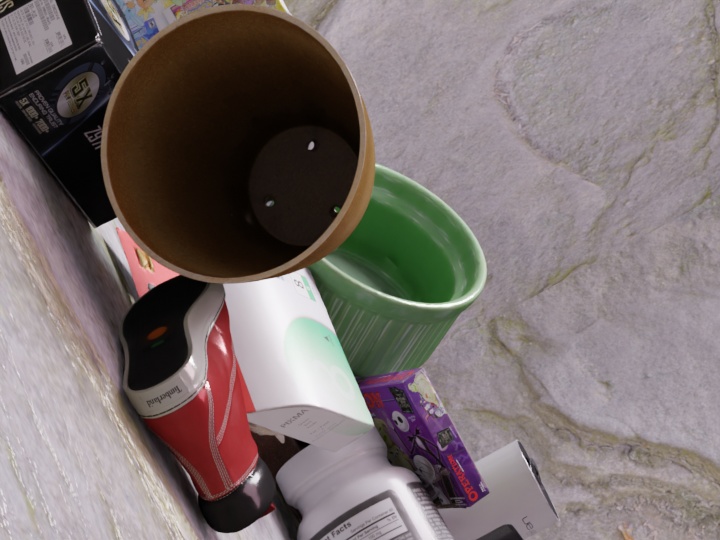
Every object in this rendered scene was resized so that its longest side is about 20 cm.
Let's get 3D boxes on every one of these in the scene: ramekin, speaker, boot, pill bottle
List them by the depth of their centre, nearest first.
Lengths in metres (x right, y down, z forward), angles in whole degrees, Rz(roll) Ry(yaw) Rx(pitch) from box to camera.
[{"bbox_3d":[-0.102,0.092,1.420,0.145,0.072,0.200,61,11,-23],"label":"boot"},{"bbox_3d":[0.019,0.232,1.681,0.201,0.115,0.116,60,3,19],"label":"pill bottle"},{"bbox_3d":[0.000,0.000,1.793,0.198,0.098,0.201,20,33,-14],"label":"ramekin"},{"bbox_3d":[0.070,0.226,1.802,0.082,0.199,0.081,61,4,-7],"label":"speaker"}]

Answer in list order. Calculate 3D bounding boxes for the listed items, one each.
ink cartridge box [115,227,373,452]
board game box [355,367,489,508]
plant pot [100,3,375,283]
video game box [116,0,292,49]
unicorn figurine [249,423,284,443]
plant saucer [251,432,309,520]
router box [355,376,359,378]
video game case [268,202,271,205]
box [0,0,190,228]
[{"bbox_3d":[-0.087,0.044,1.589,0.199,0.050,0.162,28,32,-51],"label":"ink cartridge box"},{"bbox_3d":[0.020,0.147,1.756,0.200,0.032,0.121,-15,-78,60],"label":"board game box"},{"bbox_3d":[-0.064,-0.072,1.477,0.188,0.185,0.200,62,8,13],"label":"plant pot"},{"bbox_3d":[-0.176,-0.229,1.747,0.183,0.199,0.047,63,2,13],"label":"video game box"},{"bbox_3d":[-0.109,0.055,1.695,0.200,0.074,0.138,45,19,-22],"label":"unicorn figurine"},{"bbox_3d":[-0.072,0.133,1.833,0.201,0.034,0.200,61,3,-5],"label":"plant saucer"},{"bbox_3d":[-0.002,0.154,1.918,0.200,0.052,0.158,10,-48,62],"label":"router box"},{"bbox_3d":[-0.051,0.021,2.019,0.182,0.045,0.200,64,-34,14],"label":"video game case"},{"bbox_3d":[-0.218,-0.162,1.526,0.201,0.086,0.164,65,3,39],"label":"box"}]
